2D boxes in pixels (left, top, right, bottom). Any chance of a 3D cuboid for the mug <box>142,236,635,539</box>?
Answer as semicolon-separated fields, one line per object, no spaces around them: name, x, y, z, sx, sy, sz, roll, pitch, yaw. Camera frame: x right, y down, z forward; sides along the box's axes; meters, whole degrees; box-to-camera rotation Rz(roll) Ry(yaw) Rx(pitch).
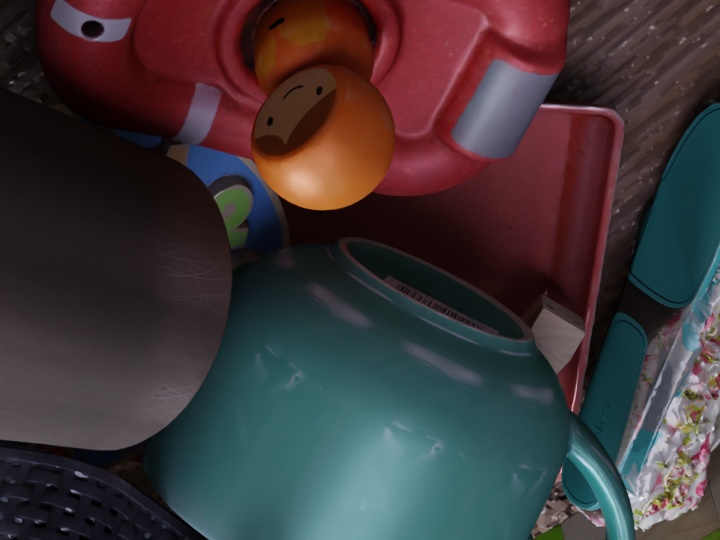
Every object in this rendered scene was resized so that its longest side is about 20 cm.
mug;0.017;0.060;1.093;0.185;0.152;0.114;16;105;-41

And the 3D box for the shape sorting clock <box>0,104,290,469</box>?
shape sorting clock;-0.122;0.016;1.096;0.200;0.039;0.200;-14;131;-17

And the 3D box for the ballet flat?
ballet flat;0.142;0.019;1.150;0.064;0.076;0.200;8;115;-29

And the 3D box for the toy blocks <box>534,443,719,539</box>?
toy blocks;0.193;0.125;1.231;0.200;0.100;0.137;-34;132;22

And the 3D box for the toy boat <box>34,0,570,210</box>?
toy boat;-0.019;-0.075;0.994;0.200;0.131;0.131;14;129;-19

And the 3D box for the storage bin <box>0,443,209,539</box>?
storage bin;-0.126;0.143;1.096;0.135;0.094;0.200;6;158;28

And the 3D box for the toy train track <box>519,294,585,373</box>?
toy train track;0.025;0.089;1.183;0.115;0.033;0.200;31;119;-21

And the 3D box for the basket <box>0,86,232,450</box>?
basket;-0.151;-0.007;0.938;0.180;0.136;0.200;-6;165;41

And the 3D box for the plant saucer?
plant saucer;0.000;0.000;1.160;0.200;0.037;0.200;4;126;-2
